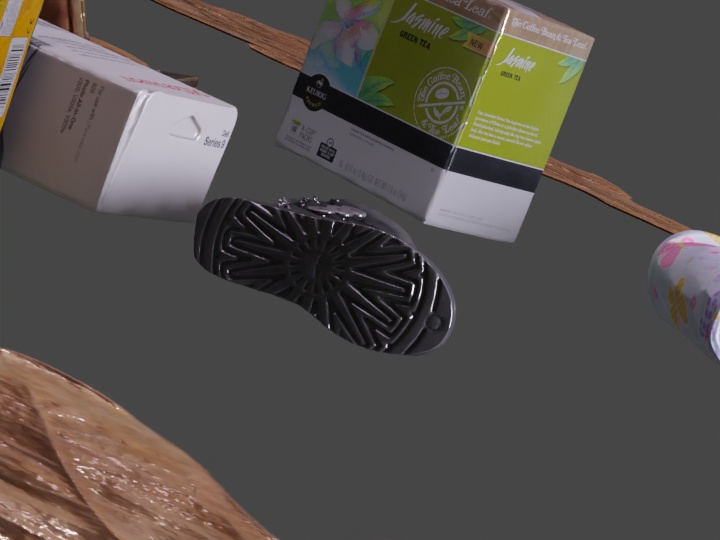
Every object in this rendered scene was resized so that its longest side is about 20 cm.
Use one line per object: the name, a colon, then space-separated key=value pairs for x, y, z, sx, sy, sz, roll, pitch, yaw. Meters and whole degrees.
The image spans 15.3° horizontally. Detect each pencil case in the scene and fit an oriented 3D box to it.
pencil case: x=0.293 y=0.027 z=2.128 sx=0.090 sy=0.084 sz=0.200 roll=-2 pitch=13 yaw=-9

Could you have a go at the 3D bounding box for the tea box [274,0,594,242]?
tea box: x=0.062 y=-0.155 z=2.322 sx=0.199 sy=0.198 sz=0.133 roll=27 pitch=10 yaw=39

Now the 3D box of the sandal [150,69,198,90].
sandal: x=-0.178 y=-0.106 z=1.877 sx=0.081 sy=0.055 sz=0.200 roll=9 pitch=19 yaw=14

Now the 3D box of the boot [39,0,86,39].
boot: x=-0.276 y=-0.178 z=1.863 sx=0.154 sy=0.077 sz=0.200 roll=-1 pitch=10 yaw=-20

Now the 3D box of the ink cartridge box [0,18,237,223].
ink cartridge box: x=-0.199 y=-0.106 z=1.677 sx=0.199 sy=0.084 sz=0.146 roll=25 pitch=8 yaw=21

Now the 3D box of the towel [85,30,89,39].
towel: x=-0.330 y=-0.242 z=2.487 sx=0.143 sy=0.023 sz=0.200 roll=23 pitch=8 yaw=1

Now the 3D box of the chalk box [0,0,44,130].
chalk box: x=-0.301 y=-0.145 z=1.533 sx=0.199 sy=0.126 sz=0.124 roll=21 pitch=7 yaw=7

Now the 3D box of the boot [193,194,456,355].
boot: x=-0.001 y=-0.001 z=1.619 sx=0.164 sy=0.066 sz=0.200 roll=25 pitch=4 yaw=12
